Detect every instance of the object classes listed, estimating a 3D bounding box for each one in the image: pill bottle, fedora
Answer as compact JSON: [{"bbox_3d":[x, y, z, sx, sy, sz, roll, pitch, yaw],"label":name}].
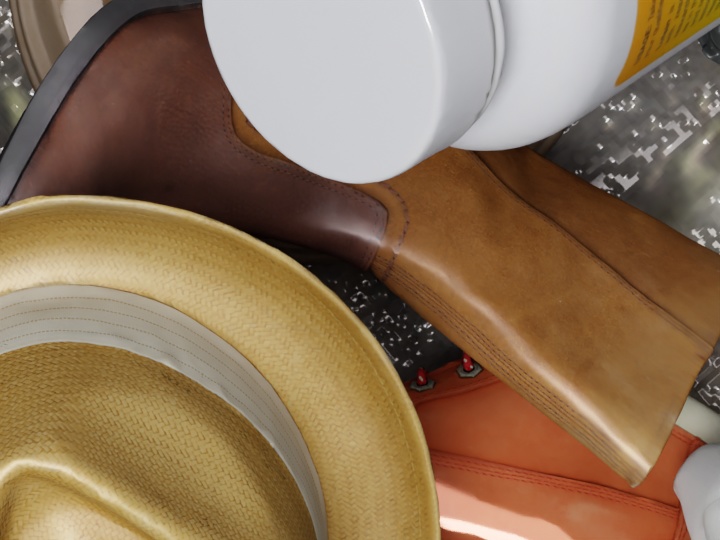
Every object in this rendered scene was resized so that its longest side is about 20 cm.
[{"bbox_3d":[0.050,-0.101,0.746,0.111,0.111,0.200,51,48,6],"label":"pill bottle"},{"bbox_3d":[-0.067,0.083,0.680,0.200,0.082,0.201,-3,112,-8],"label":"fedora"}]

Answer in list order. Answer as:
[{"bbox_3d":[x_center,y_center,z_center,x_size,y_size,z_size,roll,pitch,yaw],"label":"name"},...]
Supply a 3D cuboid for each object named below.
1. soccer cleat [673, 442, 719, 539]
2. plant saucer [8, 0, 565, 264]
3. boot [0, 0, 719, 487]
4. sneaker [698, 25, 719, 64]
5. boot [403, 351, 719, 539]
[{"bbox_3d":[0.168,0.120,0.789,0.069,0.078,0.200,-44,116,-3],"label":"soccer cleat"},{"bbox_3d":[-0.016,-0.103,0.850,0.199,0.029,0.201,0,81,-2],"label":"plant saucer"},{"bbox_3d":[0.000,0.000,0.756,0.200,0.188,0.069,39,125,3],"label":"boot"},{"bbox_3d":[0.177,-0.146,0.846,0.072,0.072,0.200,35,96,20],"label":"sneaker"},{"bbox_3d":[0.017,0.060,0.812,0.199,0.075,0.108,18,69,1],"label":"boot"}]
